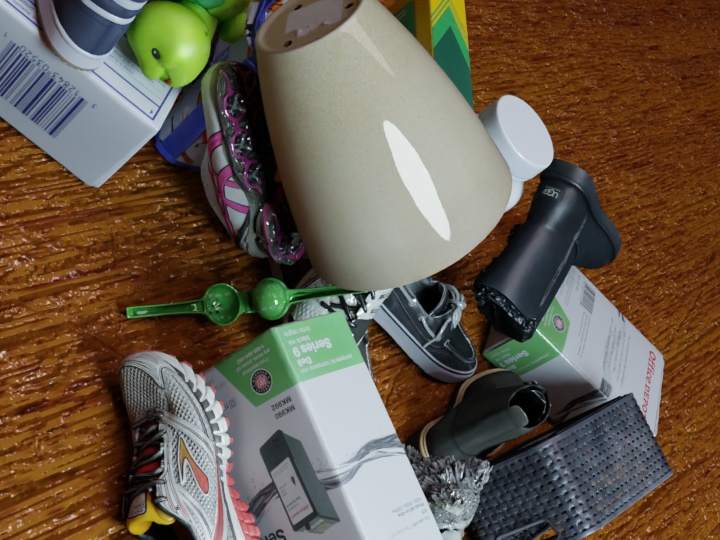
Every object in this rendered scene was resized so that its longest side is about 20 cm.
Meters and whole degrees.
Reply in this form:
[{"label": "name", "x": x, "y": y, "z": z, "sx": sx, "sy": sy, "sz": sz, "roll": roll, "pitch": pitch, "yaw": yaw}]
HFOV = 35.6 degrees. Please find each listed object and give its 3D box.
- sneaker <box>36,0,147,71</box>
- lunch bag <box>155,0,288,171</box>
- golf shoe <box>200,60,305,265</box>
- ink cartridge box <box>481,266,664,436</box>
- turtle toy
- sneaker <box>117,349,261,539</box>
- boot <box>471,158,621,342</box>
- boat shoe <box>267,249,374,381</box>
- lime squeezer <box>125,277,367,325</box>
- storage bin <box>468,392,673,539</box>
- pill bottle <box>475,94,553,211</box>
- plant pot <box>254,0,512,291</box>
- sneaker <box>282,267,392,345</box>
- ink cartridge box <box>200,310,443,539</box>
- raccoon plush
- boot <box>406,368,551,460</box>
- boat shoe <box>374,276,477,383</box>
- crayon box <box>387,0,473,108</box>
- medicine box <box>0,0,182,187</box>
[{"label": "sneaker", "x": -0.211, "y": -0.264, "z": 0.850, "sx": 0.070, "sy": 0.108, "sz": 0.201, "roll": -6, "pitch": 69, "yaw": -49}, {"label": "lunch bag", "x": -0.087, "y": -0.183, "z": 1.042, "sx": 0.124, "sy": 0.170, "sz": 0.200, "roll": 52, "pitch": 39, "yaw": -2}, {"label": "golf shoe", "x": -0.109, "y": -0.089, "z": 0.958, "sx": 0.073, "sy": 0.092, "sz": 0.201, "roll": -52, "pitch": 143, "yaw": -37}, {"label": "ink cartridge box", "x": 0.245, "y": 0.096, "z": 1.270, "sx": 0.200, "sy": 0.084, "sz": 0.146, "roll": 44, "pitch": 40, "yaw": -16}, {"label": "turtle toy", "x": -0.134, "y": -0.245, "z": 0.897, "sx": 0.101, "sy": 0.146, "sz": 0.201, "roll": 4, "pitch": 87, "yaw": -33}, {"label": "sneaker", "x": -0.137, "y": 0.152, "z": 0.827, "sx": 0.082, "sy": 0.078, "sz": 0.201, "roll": -8, "pitch": 70, "yaw": -48}, {"label": "boot", "x": 0.192, "y": -0.001, "z": 1.165, "sx": 0.169, "sy": 0.076, "sz": 0.200, "roll": -58, "pitch": 150, "yaw": -10}, {"label": "boat shoe", "x": -0.029, "y": 0.039, "z": 1.036, "sx": 0.072, "sy": 0.060, "sz": 0.202, "roll": -3, "pitch": 66, "yaw": -49}, {"label": "lime squeezer", "x": -0.095, "y": 0.022, "z": 0.951, "sx": 0.199, "sy": 0.071, "sz": 0.038, "roll": -5, "pitch": 71, "yaw": -6}, {"label": "storage bin", "x": 0.199, "y": 0.204, "z": 1.102, "sx": 0.200, "sy": 0.135, "sz": 0.094, "roll": -13, "pitch": 74, "yaw": -50}, {"label": "pill bottle", "x": 0.096, "y": -0.092, "z": 1.149, "sx": 0.111, "sy": 0.200, "sz": 0.111, "roll": 27, "pitch": 46, "yaw": -32}, {"label": "plant pot", "x": 0.001, "y": -0.121, "z": 0.895, "sx": 0.200, "sy": 0.187, "sz": 0.188, "roll": 61, "pitch": 31, "yaw": -35}, {"label": "sneaker", "x": 0.000, "y": 0.000, "z": 0.981, "sx": 0.076, "sy": 0.088, "sz": 0.200, "roll": 35, "pitch": 65, "yaw": -4}, {"label": "ink cartridge box", "x": -0.045, "y": 0.154, "z": 0.868, "sx": 0.084, "sy": 0.146, "sz": 0.201, "roll": -11, "pitch": 72, "yaw": -50}, {"label": "raccoon plush", "x": 0.011, "y": 0.156, "z": 0.935, "sx": 0.200, "sy": 0.134, "sz": 0.097, "roll": 45, "pitch": 41, "yaw": -15}, {"label": "boot", "x": 0.149, "y": 0.134, "z": 1.097, "sx": 0.078, "sy": 0.138, "sz": 0.200, "roll": 55, "pitch": 37, "yaw": -2}, {"label": "boat shoe", "x": 0.069, "y": 0.041, "z": 1.118, "sx": 0.199, "sy": 0.068, "sz": 0.074, "roll": 46, "pitch": 33, "yaw": -30}, {"label": "crayon box", "x": 0.023, "y": -0.171, "z": 1.127, "sx": 0.058, "sy": 0.200, "sz": 0.173, "roll": 27, "pitch": 47, "yaw": -32}, {"label": "medicine box", "x": -0.236, "y": -0.208, "z": 0.955, "sx": 0.182, "sy": 0.103, "sz": 0.200, "roll": 39, "pitch": 41, "yaw": -21}]
